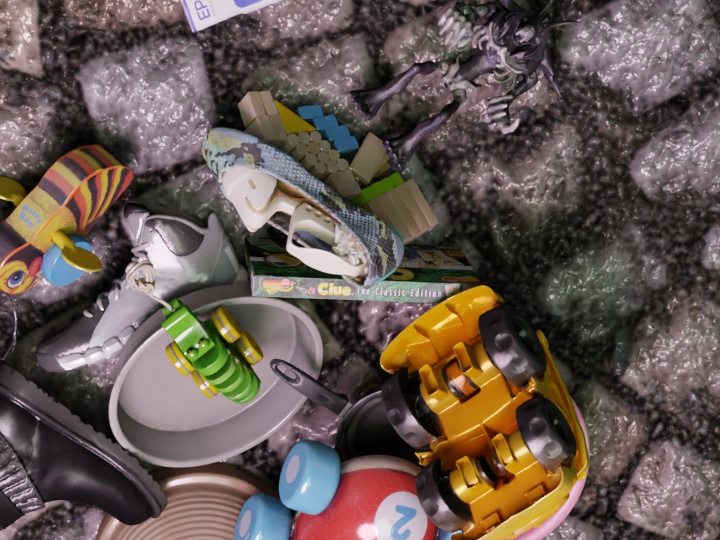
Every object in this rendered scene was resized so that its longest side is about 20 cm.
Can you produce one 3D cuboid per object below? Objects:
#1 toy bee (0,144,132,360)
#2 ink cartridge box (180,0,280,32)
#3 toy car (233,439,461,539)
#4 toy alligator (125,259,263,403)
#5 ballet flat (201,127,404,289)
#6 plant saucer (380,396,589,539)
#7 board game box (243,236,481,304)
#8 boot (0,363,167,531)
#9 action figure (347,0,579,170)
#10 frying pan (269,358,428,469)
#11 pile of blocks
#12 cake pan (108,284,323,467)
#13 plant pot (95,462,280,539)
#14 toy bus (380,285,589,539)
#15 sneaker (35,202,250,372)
[{"bbox_3d":[-0.274,-0.019,1.402,0.130,0.109,0.202,15,86,25],"label":"toy bee"},{"bbox_3d":[-0.079,-0.323,1.367,0.198,0.047,0.199,-19,113,1],"label":"ink cartridge box"},{"bbox_3d":[0.000,0.281,1.445,0.183,0.202,0.177,20,134,-22],"label":"toy car"},{"bbox_3d":[-0.129,0.062,1.375,0.059,0.054,0.200,-36,139,4],"label":"toy alligator"},{"bbox_3d":[-0.057,-0.050,1.395,0.199,0.074,0.075,29,105,7],"label":"ballet flat"},{"bbox_3d":[0.113,0.171,1.569,0.198,0.051,0.203,-2,109,-7],"label":"plant saucer"},{"bbox_3d":[0.000,0.000,1.462,0.197,0.105,0.024,2,111,-10],"label":"board game box"},{"bbox_3d":[-0.285,0.200,1.457,0.211,0.079,0.159,41,72,-22],"label":"boot"},{"bbox_3d":[0.096,-0.167,1.418,0.199,0.102,0.119,-34,99,6],"label":"action figure"},{"bbox_3d":[-0.003,0.147,1.502,0.188,0.031,0.116,14,109,-7],"label":"frying pan"},{"bbox_3d":[-0.027,-0.085,1.460,0.199,0.082,0.062,40,144,-9],"label":"pile of blocks"},{"bbox_3d":[-0.130,0.089,1.470,0.198,0.037,0.202,-18,137,-17],"label":"cake pan"},{"bbox_3d":[-0.149,0.287,1.552,0.198,0.093,0.203,-3,109,-8],"label":"plant pot"},{"bbox_3d":[0.130,0.141,1.428,0.135,0.201,0.191,-34,146,20],"label":"toy bus"},{"bbox_3d":[-0.203,0.003,1.458,0.198,0.075,0.117,-23,107,-10],"label":"sneaker"}]
